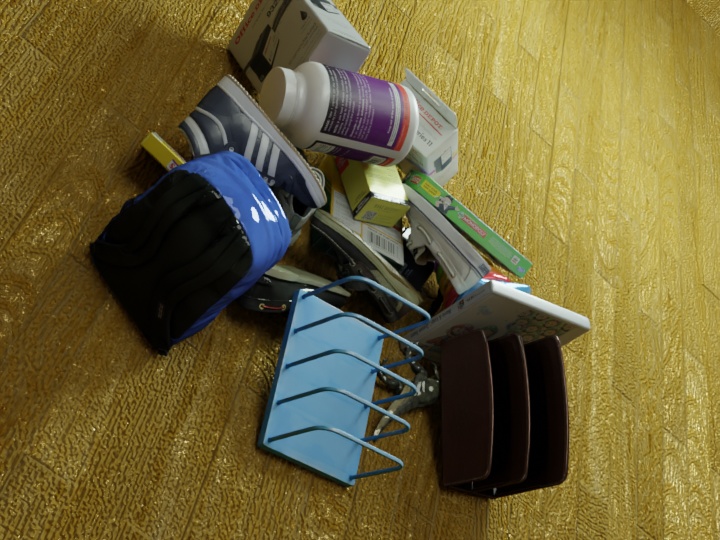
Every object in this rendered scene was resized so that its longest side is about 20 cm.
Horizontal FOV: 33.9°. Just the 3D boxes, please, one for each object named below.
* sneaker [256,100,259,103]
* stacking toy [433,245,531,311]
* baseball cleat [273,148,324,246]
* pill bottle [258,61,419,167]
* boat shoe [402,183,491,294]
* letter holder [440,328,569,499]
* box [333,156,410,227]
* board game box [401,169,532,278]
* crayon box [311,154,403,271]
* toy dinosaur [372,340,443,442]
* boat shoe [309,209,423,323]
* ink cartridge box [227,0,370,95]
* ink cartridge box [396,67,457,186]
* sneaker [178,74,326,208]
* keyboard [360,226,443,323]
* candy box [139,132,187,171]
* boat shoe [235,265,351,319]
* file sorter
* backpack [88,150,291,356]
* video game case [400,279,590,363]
[{"bbox_3d":[-0.147,-0.181,1.582,0.074,0.079,0.200,43,34,-7],"label":"sneaker"},{"bbox_3d":[0.146,0.001,1.706,0.115,0.110,0.201,7,39,-33],"label":"stacking toy"},{"bbox_3d":[-0.080,-0.118,1.577,0.069,0.106,0.201,25,41,-24],"label":"baseball cleat"},{"bbox_3d":[-0.029,-0.207,1.551,0.198,0.113,0.113,10,51,-31],"label":"pill bottle"},{"bbox_3d":[0.095,-0.042,1.628,0.200,0.070,0.071,48,2,32],"label":"boat shoe"},{"bbox_3d":[0.188,0.181,1.539,0.100,0.142,0.202,21,60,-39],"label":"letter holder"},{"bbox_3d":[0.004,-0.159,1.662,0.075,0.050,0.201,10,49,-38],"label":"box"},{"bbox_3d":[0.151,-0.069,1.714,0.200,0.029,0.135,39,1,-12],"label":"board game box"},{"bbox_3d":[-0.002,-0.088,1.673,0.125,0.052,0.201,28,39,-23],"label":"crayon box"},{"bbox_3d":[0.063,0.149,1.556,0.199,0.047,0.089,-22,83,-50],"label":"toy dinosaur"},{"bbox_3d":[0.000,0.000,1.557,0.201,0.066,0.072,41,1,-29],"label":"boat shoe"},{"bbox_3d":[-0.091,-0.313,1.655,0.083,0.146,0.200,15,29,-39],"label":"ink cartridge box"},{"bbox_3d":[0.084,-0.202,1.752,0.117,0.067,0.200,46,-10,17],"label":"ink cartridge box"},{"bbox_3d":[-0.138,-0.132,1.462,0.200,0.108,0.070,49,-8,-5],"label":"sneaker"},{"bbox_3d":[0.072,0.020,1.700,0.127,0.021,0.200,45,36,-1],"label":"keyboard"},{"bbox_3d":[-0.190,-0.094,1.459,0.200,0.026,0.102,44,2,-10],"label":"candy box"},{"bbox_3d":[-0.085,0.029,1.486,0.073,0.064,0.201,23,5,33],"label":"boat shoe"},{"bbox_3d":[-0.012,0.127,1.376,0.138,0.122,0.202,29,59,-30],"label":"file sorter"},{"bbox_3d":[-0.177,-0.040,1.319,0.163,0.200,0.168,50,35,0],"label":"backpack"},{"bbox_3d":[0.185,0.088,1.624,0.199,0.182,0.024,20,49,-36],"label":"video game case"}]
